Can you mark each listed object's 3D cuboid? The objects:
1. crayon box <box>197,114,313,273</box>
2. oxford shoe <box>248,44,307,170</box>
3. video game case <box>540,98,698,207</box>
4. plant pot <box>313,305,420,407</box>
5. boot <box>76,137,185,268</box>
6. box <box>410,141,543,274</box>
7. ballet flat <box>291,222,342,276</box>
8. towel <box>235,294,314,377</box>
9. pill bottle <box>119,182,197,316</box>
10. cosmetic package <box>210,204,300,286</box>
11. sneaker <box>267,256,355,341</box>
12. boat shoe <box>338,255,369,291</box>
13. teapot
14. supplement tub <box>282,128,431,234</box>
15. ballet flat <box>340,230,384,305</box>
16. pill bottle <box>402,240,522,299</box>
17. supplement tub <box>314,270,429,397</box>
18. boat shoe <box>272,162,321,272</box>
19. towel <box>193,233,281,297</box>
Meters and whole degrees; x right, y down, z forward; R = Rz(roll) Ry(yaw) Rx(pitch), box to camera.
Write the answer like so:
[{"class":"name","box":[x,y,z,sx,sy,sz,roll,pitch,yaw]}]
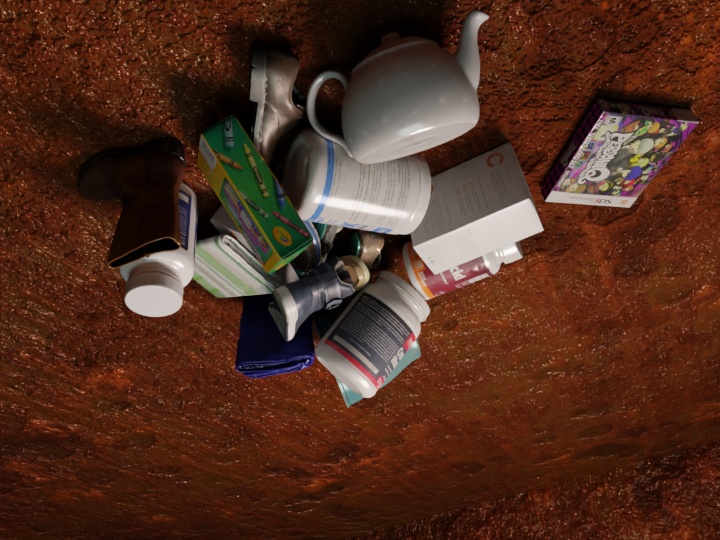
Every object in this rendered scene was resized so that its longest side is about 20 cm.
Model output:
[{"class":"crayon box","box":[-0.153,-0.101,0.871,0.058,0.202,0.119,-33,-178,-20]},{"class":"oxford shoe","box":[-0.116,-0.212,0.858,0.083,0.074,0.201,-1,143,-14]},{"class":"video game case","box":[0.424,-0.188,1.025,0.178,0.036,0.201,2,143,-16]},{"class":"plant pot","box":[0.019,0.154,1.291,0.185,0.202,0.201,-23,144,-5]},{"class":"boot","box":[-0.334,-0.082,0.878,0.184,0.203,0.069,-12,145,5]},{"class":"box","box":[0.183,-0.100,1.022,0.197,0.126,0.097,-22,142,20]},{"class":"ballet flat","box":[-0.068,-0.069,1.078,0.071,0.073,0.201,6,142,-18]},{"class":"towel","box":[-0.162,0.120,1.185,0.144,0.202,0.050,-6,127,-2]},{"class":"pill bottle","box":[-0.310,-0.036,0.945,0.109,0.203,0.112,-5,144,-4]},{"class":"cosmetic package","box":[-0.180,-0.031,1.074,0.081,0.051,0.201,20,154,28]},{"class":"sneaker","box":[-0.085,0.050,1.078,0.145,0.078,0.202,-29,172,-20]},{"class":"boat shoe","box":[-0.061,0.030,1.143,0.199,0.066,0.075,-26,99,49]},{"class":"teapot","box":[0.052,-0.234,0.805,0.197,0.149,0.197,-18,-179,-24]},{"class":"supplement tub","box":[-0.007,-0.130,0.927,0.197,0.134,0.132,7,142,-27]},{"class":"ballet flat","box":[0.000,0.000,1.174,0.066,0.069,0.201,-5,147,-23]},{"class":"pill bottle","box":[0.186,-0.032,1.122,0.197,0.116,0.114,-23,142,19]},{"class":"supplement tub","box":[0.023,0.117,1.135,0.201,0.139,0.141,-50,145,-14]},{"class":"boat shoe","box":[-0.124,-0.071,1.002,0.071,0.073,0.202,9,133,34]},{"class":"towel","box":[-0.244,-0.007,1.074,0.198,0.031,0.149,-5,140,44]}]
